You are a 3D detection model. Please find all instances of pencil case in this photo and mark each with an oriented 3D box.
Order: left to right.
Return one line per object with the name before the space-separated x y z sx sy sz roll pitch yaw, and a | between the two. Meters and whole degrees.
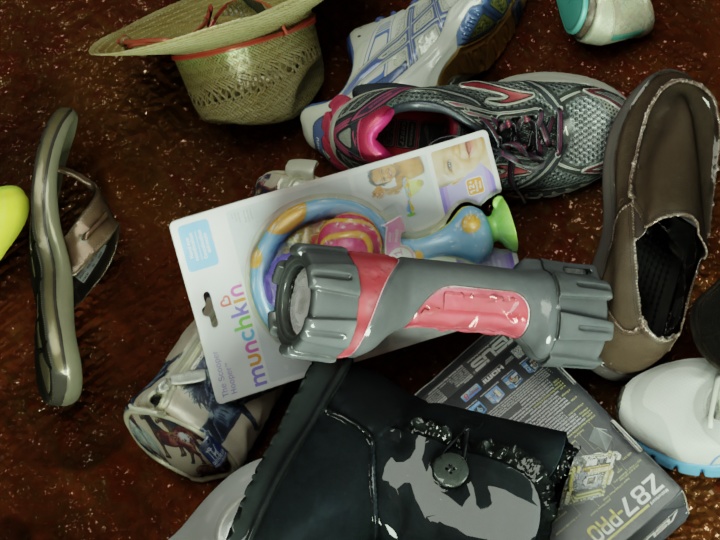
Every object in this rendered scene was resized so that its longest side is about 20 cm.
pencil case | -0.068 0.030 1.610 0.078 0.089 0.200 21 69 21

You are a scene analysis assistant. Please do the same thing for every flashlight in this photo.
flashlight | 0.049 0.026 1.505 0.200 0.068 0.068 7 26 -24

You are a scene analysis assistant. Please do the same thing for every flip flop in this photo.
flip flop | -0.181 -0.009 1.667 0.058 0.081 0.200 -2 62 -10

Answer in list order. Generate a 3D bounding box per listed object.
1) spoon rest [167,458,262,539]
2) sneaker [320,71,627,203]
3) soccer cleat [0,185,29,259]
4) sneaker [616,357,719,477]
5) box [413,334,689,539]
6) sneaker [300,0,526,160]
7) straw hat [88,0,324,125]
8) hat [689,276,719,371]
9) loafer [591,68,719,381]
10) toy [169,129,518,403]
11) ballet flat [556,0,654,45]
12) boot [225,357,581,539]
spoon rest | -0.094 0.168 1.542 0.200 0.061 0.099 -13 76 14
sneaker | 0.080 -0.079 1.609 0.200 0.075 0.081 -5 97 -16
soccer cleat | -0.281 0.027 1.676 0.200 0.065 0.084 -41 69 -7
sneaker | 0.246 0.078 1.520 0.200 0.087 0.075 4 66 16
box | 0.068 0.147 1.544 0.200 0.049 0.161 -41 61 -8
sneaker | 0.036 -0.150 1.686 0.088 0.075 0.200 27 72 24
straw hat | -0.071 -0.136 1.693 0.201 0.201 0.085 -18 103 3
hat | 0.270 -0.014 1.515 0.200 0.081 0.201 -18 26 9
loafer | 0.189 -0.030 1.584 0.073 0.071 0.200 20 72 -27
toy | 0.000 0.000 1.540 0.200 0.047 0.115 -18 103 -13
ballet flat | 0.147 -0.232 1.722 0.062 0.067 0.200 -2 63 -20
boot | 0.020 0.147 1.457 0.168 0.076 0.200 21 55 8
